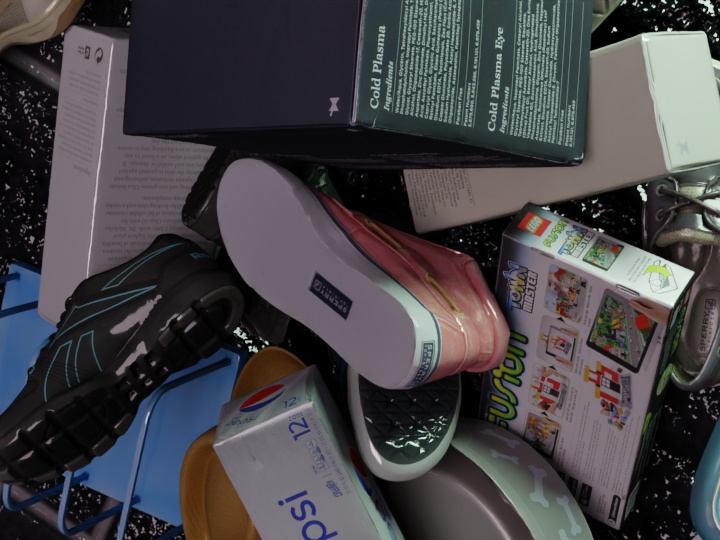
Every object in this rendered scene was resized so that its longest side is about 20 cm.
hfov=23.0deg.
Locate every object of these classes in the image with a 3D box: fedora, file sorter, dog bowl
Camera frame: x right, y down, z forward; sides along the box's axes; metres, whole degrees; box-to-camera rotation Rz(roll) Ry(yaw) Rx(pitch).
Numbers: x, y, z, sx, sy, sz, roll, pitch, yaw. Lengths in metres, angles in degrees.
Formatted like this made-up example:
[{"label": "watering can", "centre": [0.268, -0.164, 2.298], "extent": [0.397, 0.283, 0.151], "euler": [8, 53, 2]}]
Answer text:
[{"label": "fedora", "centre": [-0.066, 0.152, 1.160], "extent": [0.200, 0.081, 0.203], "euler": [30, 127, 52]}, {"label": "file sorter", "centre": [-0.205, 0.098, 1.237], "extent": [0.198, 0.122, 0.140], "euler": [20, 105, 21]}, {"label": "dog bowl", "centre": [0.069, 0.185, 1.124], "extent": [0.199, 0.058, 0.202], "euler": [23, 123, 41]}]

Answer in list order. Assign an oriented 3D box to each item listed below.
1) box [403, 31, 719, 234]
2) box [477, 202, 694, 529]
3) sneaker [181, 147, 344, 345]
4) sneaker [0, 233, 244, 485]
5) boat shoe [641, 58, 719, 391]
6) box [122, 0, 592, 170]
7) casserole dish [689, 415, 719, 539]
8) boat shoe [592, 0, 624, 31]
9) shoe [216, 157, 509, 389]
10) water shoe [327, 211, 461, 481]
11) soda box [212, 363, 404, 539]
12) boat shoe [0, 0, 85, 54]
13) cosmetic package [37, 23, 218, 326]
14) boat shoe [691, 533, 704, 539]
[{"label": "box", "centre": [0.116, -0.080, 1.057], "extent": [0.199, 0.068, 0.083], "euler": [-11, 90, 44]}, {"label": "box", "centre": [0.130, 0.062, 1.072], "extent": [0.109, 0.035, 0.201], "euler": [25, 138, 20]}, {"label": "sneaker", "centre": [-0.045, -0.060, 1.171], "extent": [0.104, 0.060, 0.201], "euler": [34, 82, -21]}, {"label": "sneaker", "centre": [-0.166, 0.057, 1.127], "extent": [0.199, 0.076, 0.079], "euler": [-39, 58, -6]}, {"label": "boat shoe", "centre": [0.204, -0.025, 1.061], "extent": [0.071, 0.065, 0.202], "euler": [2, 100, 23]}, {"label": "box", "centre": [-0.002, -0.118, 0.997], "extent": [0.199, 0.181, 0.105], "euler": [3, 89, 46]}, {"label": "casserole dish", "centre": [0.271, 0.102, 1.046], "extent": [0.120, 0.039, 0.202], "euler": [25, 97, 17]}, {"label": "boat shoe", "centre": [0.135, -0.182, 1.067], "extent": [0.199, 0.072, 0.076], "euler": [-32, 93, 25]}, {"label": "shoe", "centre": [0.000, 0.000, 1.063], "extent": [0.200, 0.091, 0.072], "euler": [42, 119, 35]}, {"label": "water shoe", "centre": [0.017, 0.058, 1.114], "extent": [0.071, 0.201, 0.079], "euler": [9, 139, -14]}, {"label": "soda box", "centre": [-0.015, 0.163, 1.062], "extent": [0.068, 0.064, 0.201], "euler": [-24, 106, 9]}, {"label": "boat shoe", "centre": [-0.260, -0.184, 1.214], "extent": [0.199, 0.065, 0.073], "euler": [-6, 56, 51]}, {"label": "cosmetic package", "centre": [-0.150, -0.059, 1.189], "extent": [0.071, 0.101, 0.202], "euler": [23, 109, 51]}, {"label": "boat shoe", "centre": [0.210, 0.251, 1.102], "extent": [0.071, 0.068, 0.202], "euler": [16, 83, 15]}]
